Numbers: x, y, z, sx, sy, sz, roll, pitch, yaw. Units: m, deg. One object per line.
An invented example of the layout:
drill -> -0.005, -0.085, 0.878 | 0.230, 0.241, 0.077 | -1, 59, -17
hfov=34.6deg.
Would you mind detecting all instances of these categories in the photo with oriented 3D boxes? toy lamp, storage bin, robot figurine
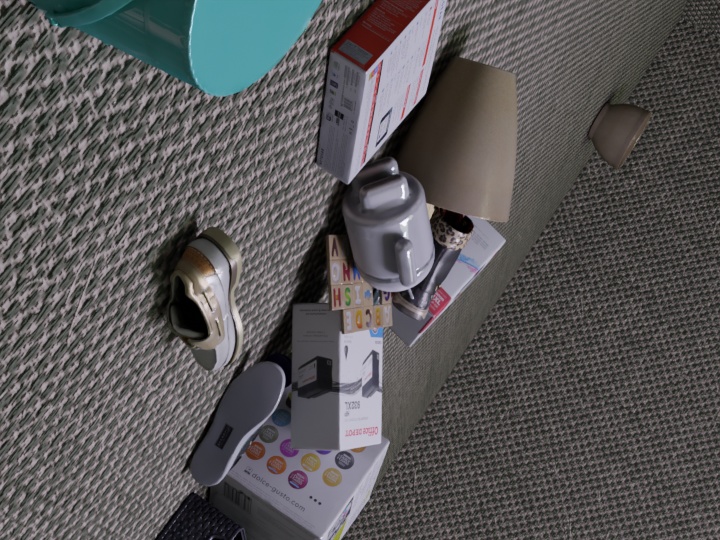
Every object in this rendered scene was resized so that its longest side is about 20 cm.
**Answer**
toy lamp -> -0.074, 0.115, 1.717 | 0.200, 0.058, 0.059 | -38, 157, -59
storage bin -> -0.245, 0.433, 1.725 | 0.136, 0.093, 0.201 | -52, 165, -23
robot figurine -> 0.039, -0.053, 1.556 | 0.111, 0.171, 0.202 | -17, 131, -3

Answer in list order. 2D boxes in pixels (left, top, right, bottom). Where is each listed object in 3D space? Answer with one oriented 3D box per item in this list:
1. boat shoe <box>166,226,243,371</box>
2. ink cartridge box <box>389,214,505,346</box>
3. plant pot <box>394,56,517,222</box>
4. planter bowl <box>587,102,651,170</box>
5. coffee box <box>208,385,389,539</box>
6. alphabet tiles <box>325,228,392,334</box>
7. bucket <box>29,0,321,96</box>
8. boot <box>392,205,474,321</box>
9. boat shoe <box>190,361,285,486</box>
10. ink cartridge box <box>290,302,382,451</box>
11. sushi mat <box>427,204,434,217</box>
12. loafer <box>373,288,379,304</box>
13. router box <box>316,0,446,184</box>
boat shoe -> -0.166, 0.042, 1.187 | 0.068, 0.074, 0.201 | -42, 153, -33
ink cartridge box -> 0.133, 0.011, 1.910 | 0.200, 0.083, 0.146 | -44, 173, -27
plant pot -> 0.149, -0.192, 1.640 | 0.187, 0.185, 0.203 | -13, 120, -72
planter bowl -> 0.778, -0.426, 3.528 | 0.201, 0.134, 0.201 | -54, 166, -20
coffee box -> -0.098, 0.323, 1.782 | 0.198, 0.198, 0.201 | -49, 164, -34
alphabet tiles -> 0.000, 0.000, 1.621 | 0.199, 0.007, 0.170 | -4, 91, -66
bucket -> -0.098, -0.214, 0.686 | 0.208, 0.134, 0.208 | -54, 166, -19
boot -> 0.105, -0.028, 1.698 | 0.152, 0.072, 0.200 | -61, -176, 21
boat shoe -> -0.165, 0.204, 1.574 | 0.201, 0.068, 0.057 | -55, 172, 12
ink cartridge box -> -0.032, 0.150, 1.646 | 0.145, 0.083, 0.203 | 9, 81, -65
sushi mat -> 0.132, -0.147, 1.790 | 0.095, 0.012, 0.203 | 28, 79, -58
loafer -> 0.030, -0.041, 1.739 | 0.202, 0.062, 0.072 | -67, -163, -2
router box -> 0.025, -0.224, 1.324 | 0.180, 0.049, 0.201 | -51, 165, -30
